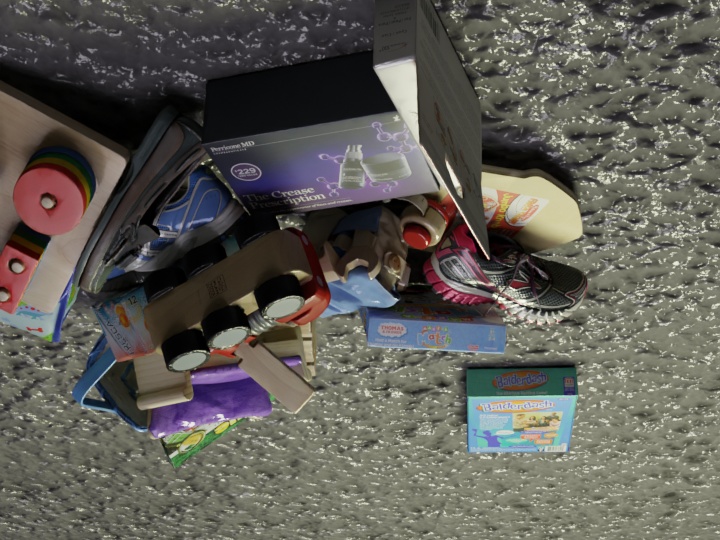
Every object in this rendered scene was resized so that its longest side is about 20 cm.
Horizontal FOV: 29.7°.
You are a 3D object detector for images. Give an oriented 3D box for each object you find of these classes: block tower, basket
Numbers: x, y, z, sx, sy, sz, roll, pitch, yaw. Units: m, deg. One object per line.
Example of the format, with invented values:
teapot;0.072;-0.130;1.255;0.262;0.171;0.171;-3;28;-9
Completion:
block tower;-0.084;0.064;1.662;0.053;0.059;0.201;0;149;1
basket;-0.247;0.102;1.603;0.176;0.139;0.200;-46;166;-5

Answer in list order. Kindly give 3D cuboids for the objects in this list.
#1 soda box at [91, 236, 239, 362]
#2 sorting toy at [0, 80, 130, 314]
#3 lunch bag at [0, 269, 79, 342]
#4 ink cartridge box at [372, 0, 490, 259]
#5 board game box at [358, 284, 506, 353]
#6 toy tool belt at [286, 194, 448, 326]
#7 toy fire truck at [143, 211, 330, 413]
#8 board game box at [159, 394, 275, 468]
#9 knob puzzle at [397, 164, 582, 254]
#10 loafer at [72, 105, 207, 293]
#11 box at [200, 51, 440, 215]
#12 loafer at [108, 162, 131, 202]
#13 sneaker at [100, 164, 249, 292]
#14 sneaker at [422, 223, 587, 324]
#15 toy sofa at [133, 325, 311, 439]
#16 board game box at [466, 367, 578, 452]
soda box;-0.188;0.023;1.455;0.063;0.069;0.199;-14;-167;44
sorting toy;-0.352;-0.068;1.290;0.198;0.070;0.200;28;117;-10
lunch bag;-0.368;-0.032;1.419;0.168;0.129;0.201;19;142;-8
ink cartridge box;0.064;-0.128;1.195;0.044;0.178;0.200;-10;149;18
board game box;0.076;0.051;1.537;0.149;0.037;0.200;3;-169;-4
toy tool belt;0.000;0.000;1.432;0.199;0.124;0.125;-15;129;46
toy fire truck;-0.097;0.055;1.382;0.175;0.130;0.200;-29;155;16
board game box;-0.154;0.157;1.636;0.199;0.024;0.105;-35;159;-14
knob puzzle;0.147;-0.065;1.453;0.216;0.031;0.220;0;153;0
loafer;-0.210;-0.059;1.313;0.062;0.202;0.072;29;-171;-3
box;-0.035;-0.128;1.303;0.197;0.080;0.142;-8;147;16
loafer;-0.249;-0.088;1.403;0.062;0.072;0.201;-25;156;-10
sneaker;-0.207;-0.041;1.393;0.198;0.076;0.078;-27;101;22
sneaker;0.168;0.003;1.473;0.198;0.081;0.075;8;131;-30
toy sofa;-0.148;0.121;1.497;0.082;0.099;0.199;-15;173;40
board game box;0.223;0.198;1.900;0.150;0.046;0.201;-1;151;4
